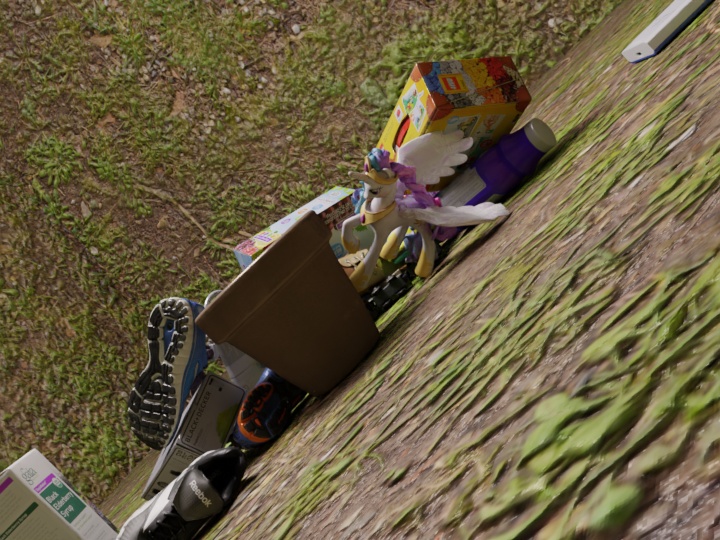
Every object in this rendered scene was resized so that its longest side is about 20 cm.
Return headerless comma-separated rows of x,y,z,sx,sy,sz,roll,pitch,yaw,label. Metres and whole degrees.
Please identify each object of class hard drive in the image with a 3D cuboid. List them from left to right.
0.457,-0.371,1.320,0.200,0.025,0.132,-44,4,5,hard drive

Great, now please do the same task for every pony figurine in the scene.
0.065,-0.075,1.194,0.192,0.167,0.201,-11,-42,-20,pony figurine

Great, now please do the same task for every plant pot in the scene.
-0.072,0.053,1.172,0.200,0.175,0.200,-45,3,3,plant pot

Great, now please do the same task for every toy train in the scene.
0.040,0.028,1.351,0.200,0.034,0.046,-43,0,20,toy train

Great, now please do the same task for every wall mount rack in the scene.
-0.127,0.103,1.337,0.074,0.201,0.174,-14,14,40,wall mount rack

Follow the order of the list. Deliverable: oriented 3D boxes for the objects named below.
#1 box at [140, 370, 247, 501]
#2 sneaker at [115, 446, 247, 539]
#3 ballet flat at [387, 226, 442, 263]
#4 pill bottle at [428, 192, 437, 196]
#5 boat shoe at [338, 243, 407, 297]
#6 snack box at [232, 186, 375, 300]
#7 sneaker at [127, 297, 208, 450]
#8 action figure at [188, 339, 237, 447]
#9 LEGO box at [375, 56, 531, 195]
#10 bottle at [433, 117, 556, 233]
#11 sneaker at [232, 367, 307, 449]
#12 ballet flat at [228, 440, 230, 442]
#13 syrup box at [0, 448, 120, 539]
-0.224,0.234,1.277,0.200,0.060,0.117,-54,13,49,box
-0.193,0.259,1.041,0.200,0.066,0.090,-44,0,-38,sneaker
0.075,-0.059,1.381,0.067,0.067,0.200,-42,-8,28,ballet flat
0.151,-0.151,1.542,0.112,0.112,0.200,-46,5,-31,pill bottle
0.000,0.000,1.376,0.200,0.076,0.074,-20,-20,-42,boat shoe
-0.067,-0.005,1.435,0.200,0.169,0.068,-32,26,-24,snack box
-0.231,0.133,1.218,0.089,0.078,0.201,2,-74,-64,sneaker
-0.227,0.169,1.382,0.130,0.200,0.069,-41,4,31,action figure
0.120,-0.194,1.313,0.148,0.077,0.200,-9,-27,-24,LEGO box
0.181,-0.129,1.310,0.200,0.065,0.083,-42,-4,38,bottle
-0.110,0.157,1.250,0.078,0.075,0.200,-47,-1,43,sneaker
-0.175,0.218,1.478,0.067,0.046,0.200,-46,4,-39,ballet flat
-0.344,0.308,1.097,0.081,0.200,0.079,-44,3,6,syrup box
